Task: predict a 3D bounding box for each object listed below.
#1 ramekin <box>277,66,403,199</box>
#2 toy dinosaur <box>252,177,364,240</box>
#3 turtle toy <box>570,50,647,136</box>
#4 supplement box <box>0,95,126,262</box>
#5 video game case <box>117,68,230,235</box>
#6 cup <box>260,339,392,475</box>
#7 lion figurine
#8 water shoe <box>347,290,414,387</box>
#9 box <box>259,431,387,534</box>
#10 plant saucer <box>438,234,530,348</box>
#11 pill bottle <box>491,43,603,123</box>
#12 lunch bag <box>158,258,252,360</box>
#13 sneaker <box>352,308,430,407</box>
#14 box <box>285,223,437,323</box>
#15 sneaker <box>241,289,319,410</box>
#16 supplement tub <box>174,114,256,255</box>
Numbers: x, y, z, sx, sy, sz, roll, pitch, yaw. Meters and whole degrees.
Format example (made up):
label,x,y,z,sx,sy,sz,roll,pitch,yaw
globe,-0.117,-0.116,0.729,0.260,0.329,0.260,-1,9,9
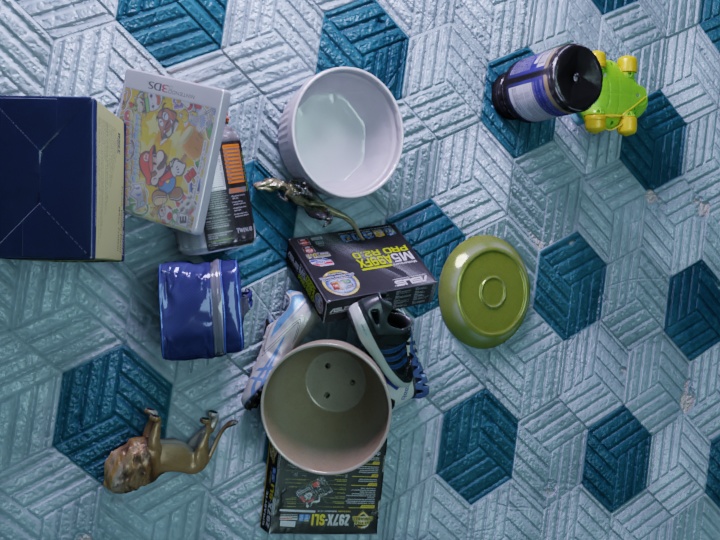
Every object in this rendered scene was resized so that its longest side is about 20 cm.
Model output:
label,x,y,z,sx,sy,sz,roll,pitch,yaw
ramekin,-0.039,-0.213,1.504,0.196,0.105,0.205,0,90,-26
toy dinosaur,-0.073,-0.102,1.473,0.197,0.088,0.048,29,91,-5
turtle toy,0.462,-0.321,1.756,0.196,0.101,0.149,1,90,-27
supplement box,-0.396,-0.114,1.254,0.131,0.200,0.205,1,90,-3
video game case,-0.279,-0.170,1.338,0.023,0.179,0.204,-1,105,-63
cup,-0.046,0.191,1.458,0.195,0.143,0.205,1,101,4
lion figurine,-0.281,0.273,1.407,0.197,0.072,0.125,9,94,-31
water shoe,0.053,0.110,1.450,0.078,0.072,0.201,-30,136,7
box,-0.057,0.341,1.531,0.196,0.049,0.164,7,90,-27
plant saucer,0.229,0.039,1.682,0.196,0.031,0.205,-1,91,-26
pill bottle,0.314,-0.316,1.627,0.110,0.199,0.115,-1,91,-26
lunch bag,-0.220,0.053,1.370,0.129,0.200,0.139,-2,94,-8
sneaker,0.034,0.145,1.557,0.114,0.080,0.203,-28,104,-26
box,0.000,0.000,1.499,0.196,0.161,0.045,-9,132,-25
sneaker,-0.134,0.125,1.489,0.072,0.072,0.202,29,84,18
supplement tub,-0.227,-0.130,1.401,0.120,0.122,0.205,-11,95,-26
